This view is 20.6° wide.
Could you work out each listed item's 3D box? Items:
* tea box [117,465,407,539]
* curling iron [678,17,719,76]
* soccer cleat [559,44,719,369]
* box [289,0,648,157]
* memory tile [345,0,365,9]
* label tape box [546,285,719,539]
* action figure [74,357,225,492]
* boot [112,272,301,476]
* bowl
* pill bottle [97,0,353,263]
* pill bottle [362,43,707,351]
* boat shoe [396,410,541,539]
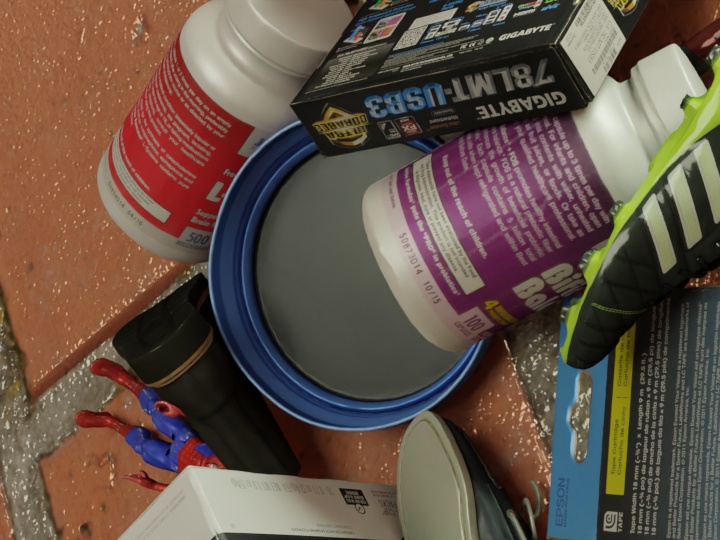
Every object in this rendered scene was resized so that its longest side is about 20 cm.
[{"bbox_3d":[-0.032,0.236,1.165,0.134,0.199,0.197,-46,56,27],"label":"tea box"},{"bbox_3d":[0.190,-0.134,1.135,0.050,0.026,0.200,42,121,0],"label":"curling iron"},{"bbox_3d":[0.174,-0.024,1.027,0.081,0.068,0.201,33,104,8],"label":"soccer cleat"},{"bbox_3d":[0.082,-0.158,1.157,0.199,0.050,0.199,-9,36,41],"label":"box"},{"bbox_3d":[-0.018,-0.184,1.355,0.153,0.017,0.201,36,108,41],"label":"memory tile"},{"bbox_3d":[0.191,0.083,1.067,0.200,0.063,0.145,-3,80,57],"label":"label tape box"},{"bbox_3d":[-0.130,0.124,1.388,0.200,0.052,0.066,25,96,41],"label":"action figure"},{"bbox_3d":[-0.098,0.084,1.338,0.077,0.139,0.200,-36,11,6],"label":"boot"},{"bbox_3d":[0.000,0.000,1.246,0.200,0.039,0.202,1,92,24],"label":"bowl"},{"bbox_3d":[-0.087,-0.107,1.314,0.200,0.112,0.113,-52,51,37],"label":"pill bottle"},{"bbox_3d":[0.110,-0.044,1.119,0.199,0.112,0.113,-29,62,16],"label":"pill bottle"},{"bbox_3d":[0.078,0.169,1.165,0.075,0.062,0.201,-62,38,36],"label":"boat shoe"}]
